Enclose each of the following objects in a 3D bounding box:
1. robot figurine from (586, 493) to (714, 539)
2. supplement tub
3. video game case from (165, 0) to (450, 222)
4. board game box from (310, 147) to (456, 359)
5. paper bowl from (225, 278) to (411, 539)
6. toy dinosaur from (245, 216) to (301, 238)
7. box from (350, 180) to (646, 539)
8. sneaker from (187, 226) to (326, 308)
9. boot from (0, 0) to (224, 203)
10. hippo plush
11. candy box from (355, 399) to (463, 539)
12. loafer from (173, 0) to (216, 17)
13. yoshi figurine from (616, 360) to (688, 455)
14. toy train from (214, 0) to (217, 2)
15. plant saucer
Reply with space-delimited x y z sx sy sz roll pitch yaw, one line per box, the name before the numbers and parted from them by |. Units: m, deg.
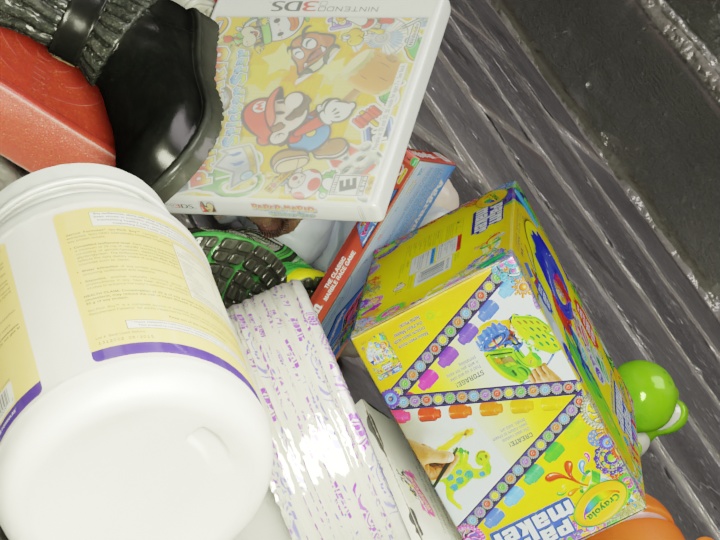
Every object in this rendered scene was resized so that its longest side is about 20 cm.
robot figurine | 0.217 0.256 1.613 0.116 0.143 0.201 37 21 -46
supplement tub | -0.136 0.050 1.079 0.145 0.145 0.201 37 18 -38
video game case | -0.045 -0.120 1.439 0.023 0.180 0.201 67 33 -48
board game box | 0.000 0.000 1.516 0.019 0.201 0.103 34 10 15
paper bowl | -0.042 0.115 1.193 0.201 0.103 0.202 157 -90 -87
toy dinosaur | -0.066 -0.076 1.516 0.086 0.135 0.201 40 29 -36
box | 0.096 0.070 1.394 0.194 0.121 0.200 61 12 -13
sneaker | -0.095 0.006 1.503 0.085 0.078 0.200 36 6 28
boot | -0.176 -0.143 1.364 0.157 0.079 0.212 34 27 -27
hippo plush | -0.020 -0.050 1.668 0.161 0.159 0.201 40 17 -33
candy box | 0.060 0.206 1.409 0.200 0.071 0.168 38 17 -37
loafer | -0.148 -0.183 1.583 0.070 0.070 0.200 40 -10 3
yoshi figurine | 0.184 0.128 1.703 0.112 0.198 0.113 -171 -119 -74
toy train | -0.164 -0.254 1.703 0.115 0.200 0.085 36 17 -23
plant saucer | -0.225 -0.150 1.423 0.199 0.037 0.201 33 33 -26
